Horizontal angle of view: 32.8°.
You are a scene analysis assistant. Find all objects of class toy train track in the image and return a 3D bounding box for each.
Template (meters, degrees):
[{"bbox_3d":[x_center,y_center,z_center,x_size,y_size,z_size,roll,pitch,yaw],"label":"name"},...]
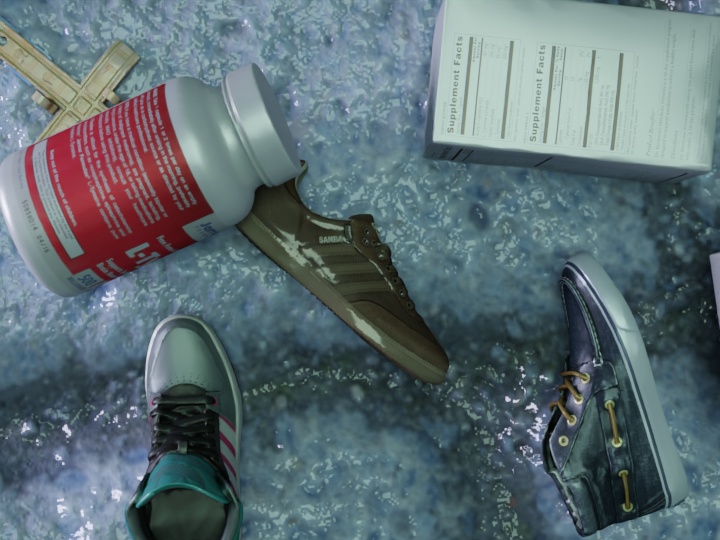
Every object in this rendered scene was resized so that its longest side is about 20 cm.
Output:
[{"bbox_3d":[-0.246,-0.153,0.929,0.199,0.033,0.115,39,88,1],"label":"toy train track"}]

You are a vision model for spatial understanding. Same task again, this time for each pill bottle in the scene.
[{"bbox_3d":[-0.147,-0.068,0.877,0.198,0.112,0.114,-23,88,7],"label":"pill bottle"}]

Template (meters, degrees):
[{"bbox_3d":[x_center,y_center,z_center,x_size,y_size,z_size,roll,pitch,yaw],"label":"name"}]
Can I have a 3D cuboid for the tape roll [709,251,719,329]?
[{"bbox_3d":[0.353,0.042,0.851,0.199,0.203,0.142,-8,89,-1],"label":"tape roll"}]

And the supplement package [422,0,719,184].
[{"bbox_3d":[0.150,-0.131,0.896,0.197,0.114,0.111,6,89,-2],"label":"supplement package"}]

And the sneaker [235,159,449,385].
[{"bbox_3d":[0.000,0.000,0.911,0.199,0.070,0.076,40,87,0],"label":"sneaker"}]

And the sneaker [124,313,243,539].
[{"bbox_3d":[-0.126,0.132,0.878,0.082,0.121,0.203,-7,88,-1],"label":"sneaker"}]

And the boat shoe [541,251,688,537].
[{"bbox_3d":[0.169,0.094,0.909,0.090,0.071,0.203,-21,91,-6],"label":"boat shoe"}]
